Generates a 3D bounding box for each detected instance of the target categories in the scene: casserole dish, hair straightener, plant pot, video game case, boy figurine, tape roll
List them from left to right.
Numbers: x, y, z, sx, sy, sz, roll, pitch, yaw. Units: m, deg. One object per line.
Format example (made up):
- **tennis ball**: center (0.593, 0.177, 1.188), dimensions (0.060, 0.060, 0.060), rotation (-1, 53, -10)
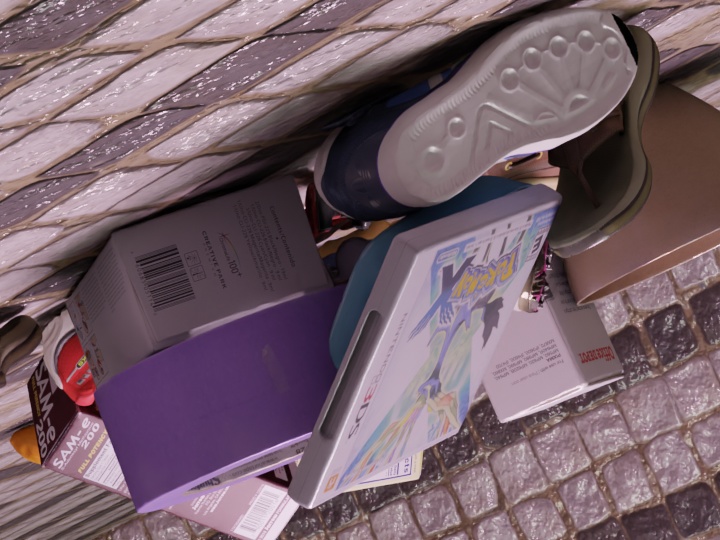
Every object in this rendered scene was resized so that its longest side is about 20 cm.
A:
- **tape roll**: center (-0.068, 0.084, 1.667), dimensions (0.199, 0.086, 0.200), rotation (-22, 172, -3)
- **boy figurine**: center (0.000, 0.000, 1.973), dimensions (0.124, 0.065, 0.200), rotation (-25, 179, 12)
- **hair straightener**: center (0.007, -0.043, 1.804), dimensions (0.076, 0.041, 0.200), rotation (-6, 176, 4)
- **casserole dish**: center (0.042, 0.003, 1.598), dimensions (0.200, 0.039, 0.122), rotation (-30, 148, -50)
- **video game case**: center (0.042, 0.043, 1.566), dimensions (0.200, 0.022, 0.183), rotation (-21, 138, -59)
- **plant pot**: center (0.240, -0.074, 2.101), dimensions (0.199, 0.135, 0.200), rotation (-24, 173, -3)

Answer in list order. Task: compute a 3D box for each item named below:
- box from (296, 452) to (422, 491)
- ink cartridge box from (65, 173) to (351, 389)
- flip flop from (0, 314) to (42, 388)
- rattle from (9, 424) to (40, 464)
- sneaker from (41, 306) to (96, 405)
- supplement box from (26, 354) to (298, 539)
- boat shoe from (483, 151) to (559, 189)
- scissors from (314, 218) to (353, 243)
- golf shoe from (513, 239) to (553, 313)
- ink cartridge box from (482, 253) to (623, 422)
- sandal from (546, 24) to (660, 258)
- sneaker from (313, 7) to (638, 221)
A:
- **box**: center (-0.075, 0.116, 2.135), dimensions (0.199, 0.098, 0.175), rotation (-6, -162, -37)
- **ink cartridge box**: center (-0.093, 0.010, 1.727), dimensions (0.174, 0.084, 0.200), rotation (-19, 172, -20)
- **flip flop**: center (-0.265, 0.059, 1.675), dimensions (0.081, 0.058, 0.200), rotation (-32, -173, 18)
- **rattle**: center (-0.221, 0.111, 2.334), dimensions (0.131, 0.142, 0.200), rotation (-59, 178, -35)
- **sneaker**: center (-0.134, 0.043, 1.856), dimensions (0.199, 0.085, 0.077), rotation (-22, 174, -19)
- **supplement box**: center (-0.147, 0.127, 1.920), dimensions (0.199, 0.109, 0.061), rotation (24, 114, -26)
- **boat shoe**: center (0.084, -0.089, 1.758), dimensions (0.199, 0.072, 0.068), rotation (-9, 132, -39)
- **scissors**: center (0.016, -0.058, 1.927), dimensions (0.073, 0.014, 0.200), rotation (-20, 173, -30)
- **golf shoe**: center (0.086, -0.025, 1.810), dimensions (0.091, 0.073, 0.200), rotation (5, -159, -8)
- **ink cartridge box**: center (0.131, 0.018, 2.131), dimensions (0.083, 0.201, 0.144), rotation (-27, 173, 18)
- **sandal**: center (0.148, -0.088, 1.665), dimensions (0.080, 0.057, 0.202), rotation (-28, -144, 36)
- **sneaker**: center (0.060, -0.097, 1.582), dimensions (0.199, 0.081, 0.146), rotation (-33, -167, -24)
